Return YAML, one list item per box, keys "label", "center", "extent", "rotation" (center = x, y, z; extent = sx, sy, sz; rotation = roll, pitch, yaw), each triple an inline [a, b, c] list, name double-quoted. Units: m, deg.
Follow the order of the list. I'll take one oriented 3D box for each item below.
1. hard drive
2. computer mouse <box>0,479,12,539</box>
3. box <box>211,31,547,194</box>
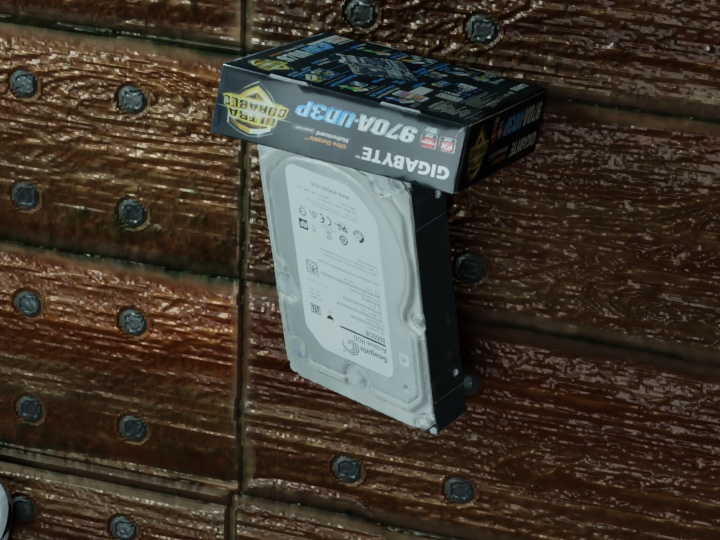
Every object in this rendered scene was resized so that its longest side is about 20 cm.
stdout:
- label: "hard drive"
  center: [0.000, 0.000, 1.695]
  extent: [0.139, 0.038, 0.201]
  rotation: [23, 134, 37]
- label: "computer mouse"
  center: [-0.304, 0.214, 1.941]
  extent: [0.110, 0.044, 0.200]
  rotation: [35, 124, 10]
- label: "box"
  center: [0.016, -0.101, 1.605]
  extent: [0.158, 0.200, 0.046]
  rotation: [15, 105, 14]
